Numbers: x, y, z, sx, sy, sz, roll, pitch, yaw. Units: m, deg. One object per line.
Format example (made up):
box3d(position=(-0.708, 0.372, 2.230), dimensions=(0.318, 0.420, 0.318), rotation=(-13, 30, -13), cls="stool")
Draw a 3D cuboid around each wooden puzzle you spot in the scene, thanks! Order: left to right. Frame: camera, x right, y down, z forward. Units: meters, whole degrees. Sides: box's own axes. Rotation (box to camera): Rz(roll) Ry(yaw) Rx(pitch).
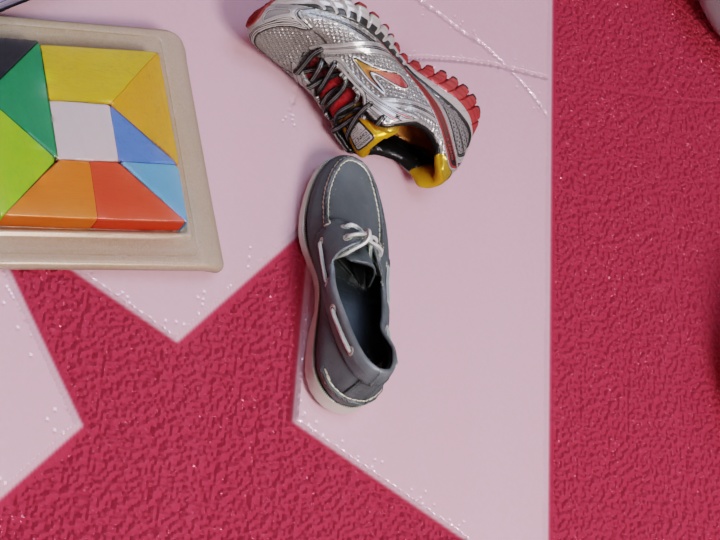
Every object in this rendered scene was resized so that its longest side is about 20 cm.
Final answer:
box3d(position=(-0.186, -0.089, 1.166), dimensions=(0.199, 0.037, 0.186), rotation=(3, 65, -35), cls="wooden puzzle")

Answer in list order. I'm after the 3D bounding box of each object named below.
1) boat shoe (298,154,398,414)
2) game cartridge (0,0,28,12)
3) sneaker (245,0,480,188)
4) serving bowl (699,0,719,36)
box3d(position=(0.000, 0.000, 1.234), dimensions=(0.073, 0.062, 0.201), rotation=(17, 58, -27), cls="boat shoe")
box3d(position=(-0.251, -0.239, 1.187), dimensions=(0.130, 0.038, 0.200), rotation=(51, 46, 5), cls="game cartridge")
box3d(position=(0.002, -0.134, 1.297), dimensions=(0.200, 0.078, 0.082), rotation=(31, 53, -19), cls="sneaker")
box3d(position=(0.375, -0.281, 1.634), dimensions=(0.200, 0.066, 0.201), rotation=(5, 81, -35), cls="serving bowl")
